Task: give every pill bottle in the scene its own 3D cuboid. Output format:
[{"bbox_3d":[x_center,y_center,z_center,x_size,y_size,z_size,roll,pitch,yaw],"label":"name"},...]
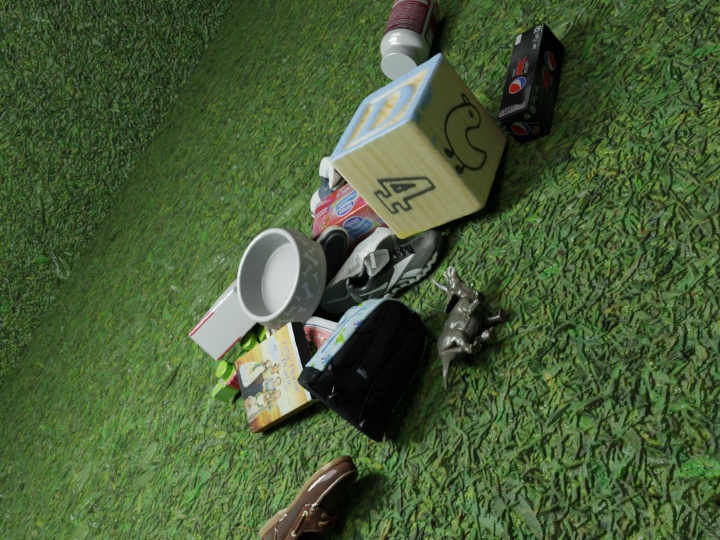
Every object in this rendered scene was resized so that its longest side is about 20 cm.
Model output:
[{"bbox_3d":[0.109,-0.532,1.590,0.113,0.113,0.200,-16,48,45],"label":"pill bottle"}]

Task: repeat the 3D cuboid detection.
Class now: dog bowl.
[{"bbox_3d":[-0.154,0.012,1.295,0.200,0.059,0.200,-13,69,39],"label":"dog bowl"}]

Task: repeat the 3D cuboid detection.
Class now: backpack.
[{"bbox_3d":[0.014,0.132,1.078,0.200,0.163,0.154,-53,17,-10],"label":"backpack"}]

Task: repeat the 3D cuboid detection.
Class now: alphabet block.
[{"bbox_3d":[0.102,-0.206,1.193,0.196,0.200,0.195,-18,36,44],"label":"alphabet block"}]

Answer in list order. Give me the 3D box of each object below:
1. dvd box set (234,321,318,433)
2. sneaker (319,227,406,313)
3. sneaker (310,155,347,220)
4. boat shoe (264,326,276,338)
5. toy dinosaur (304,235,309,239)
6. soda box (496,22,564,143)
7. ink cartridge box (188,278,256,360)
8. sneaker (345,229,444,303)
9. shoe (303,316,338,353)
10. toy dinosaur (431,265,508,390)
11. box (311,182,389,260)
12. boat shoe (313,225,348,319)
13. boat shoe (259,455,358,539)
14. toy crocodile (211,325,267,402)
[{"bbox_3d":[-0.153,0.197,1.266,0.200,0.029,0.147,-35,64,41],"label":"dvd box set"},{"bbox_3d":[0.000,0.000,1.299,0.200,0.070,0.080,-44,27,3],"label":"sneaker"},{"bbox_3d":[-0.028,-0.165,1.480,0.080,0.129,0.199,56,147,38],"label":"sneaker"},{"bbox_3d":[-0.146,0.115,1.353,0.070,0.070,0.200,-20,67,30],"label":"boat shoe"},{"bbox_3d":[-0.089,-0.017,1.415,0.060,0.200,0.106,-5,76,2],"label":"toy dinosaur"},{"bbox_3d":[0.294,-0.322,1.197,0.063,0.071,0.200,-12,52,46],"label":"soda box"},{"bbox_3d":[-0.259,0.079,1.472,0.145,0.084,0.200,-44,9,16],"label":"ink cartridge box"},{"bbox_3d":[0.053,-0.008,1.206,0.200,0.090,0.067,-41,36,21],"label":"sneaker"},{"bbox_3d":[-0.059,0.142,1.234,0.200,0.071,0.091,7,63,51],"label":"shoe"},{"bbox_3d":[0.152,0.090,1.025,0.102,0.077,0.200,-27,45,55],"label":"toy dinosaur"},{"bbox_3d":[0.006,-0.114,1.359,0.200,0.095,0.100,-29,41,34],"label":"box"},{"bbox_3d":[-0.065,0.012,1.333,0.062,0.075,0.200,39,113,53],"label":"boat shoe"},{"bbox_3d":[-0.068,0.364,1.042,0.200,0.070,0.070,-50,50,16],"label":"boat shoe"},{"bbox_3d":[-0.231,0.189,1.418,0.200,0.067,0.062,-50,32,7],"label":"toy crocodile"}]
